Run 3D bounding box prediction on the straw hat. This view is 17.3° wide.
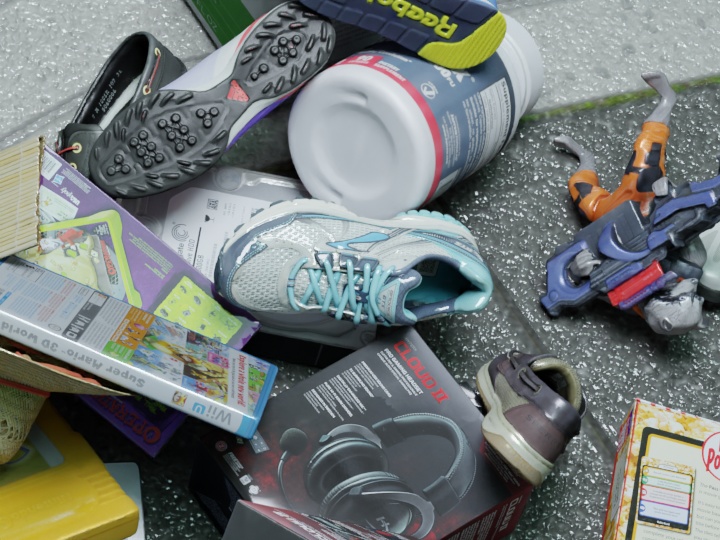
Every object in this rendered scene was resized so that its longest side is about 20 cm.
[{"bbox_3d":[-0.247,0.077,1.498,0.200,0.201,0.085,23,90,3],"label":"straw hat"}]

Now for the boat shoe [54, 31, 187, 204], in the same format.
[{"bbox_3d":[-0.193,-0.080,1.680,0.074,0.063,0.202,10,61,48],"label":"boat shoe"}]

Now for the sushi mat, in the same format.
[{"bbox_3d":[-0.302,-0.025,1.611,0.199,0.012,0.096,-19,52,17],"label":"sushi mat"}]

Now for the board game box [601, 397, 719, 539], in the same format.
[{"bbox_3d":[0.241,0.199,1.624,0.151,0.046,0.201,16,55,-1],"label":"board game box"}]

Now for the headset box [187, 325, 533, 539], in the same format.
[{"bbox_3d":[0.008,0.140,1.596,0.199,0.077,0.149,-27,66,-25],"label":"headset box"}]

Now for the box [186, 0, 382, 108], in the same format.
[{"bbox_3d":[-0.032,-0.268,1.799,0.199,0.172,0.199,-23,64,-25],"label":"box"}]

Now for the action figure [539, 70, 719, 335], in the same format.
[{"bbox_3d":[0.225,-0.044,1.731,0.104,0.200,0.194,21,52,-45],"label":"action figure"}]

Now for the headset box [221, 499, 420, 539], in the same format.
[{"bbox_3d":[-0.028,0.228,1.426,0.075,0.200,0.149,24,94,39],"label":"headset box"}]

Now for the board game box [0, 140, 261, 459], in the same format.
[{"bbox_3d":[-0.181,0.020,1.618,0.200,0.032,0.120,40,76,1],"label":"board game box"}]

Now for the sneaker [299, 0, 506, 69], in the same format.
[{"bbox_3d":[0.010,-0.214,1.655,0.199,0.074,0.082,29,35,-24],"label":"sneaker"}]

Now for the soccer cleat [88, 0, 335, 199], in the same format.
[{"bbox_3d":[-0.104,-0.115,1.660,0.200,0.073,0.068,-38,94,-9],"label":"soccer cleat"}]

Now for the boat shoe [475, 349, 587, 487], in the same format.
[{"bbox_3d":[0.121,0.089,1.597,0.065,0.200,0.072,-41,94,10],"label":"boat shoe"}]

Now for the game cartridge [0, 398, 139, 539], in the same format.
[{"bbox_3d":[-0.266,0.128,1.530,0.176,0.033,0.200,-19,45,-31],"label":"game cartridge"}]

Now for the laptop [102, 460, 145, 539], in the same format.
[{"bbox_3d":[-0.218,0.199,1.482,0.186,0.116,0.201,-1,66,-13],"label":"laptop"}]

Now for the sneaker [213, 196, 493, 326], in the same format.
[{"bbox_3d":[0.000,0.000,1.606,0.199,0.078,0.086,-5,29,-23],"label":"sneaker"}]

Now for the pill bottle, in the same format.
[{"bbox_3d":[0.048,-0.120,1.732,0.119,0.120,0.200,38,38,14],"label":"pill bottle"}]

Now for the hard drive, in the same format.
[{"bbox_3d":[-0.081,-0.008,1.699,0.199,0.038,0.140,11,55,-4],"label":"hard drive"}]

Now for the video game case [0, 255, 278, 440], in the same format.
[{"bbox_3d":[-0.153,0.047,1.533,0.199,0.018,0.143,23,11,-2],"label":"video game case"}]

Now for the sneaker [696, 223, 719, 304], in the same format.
[{"bbox_3d":[0.308,-0.069,1.774,0.076,0.116,0.201,35,57,12],"label":"sneaker"}]
